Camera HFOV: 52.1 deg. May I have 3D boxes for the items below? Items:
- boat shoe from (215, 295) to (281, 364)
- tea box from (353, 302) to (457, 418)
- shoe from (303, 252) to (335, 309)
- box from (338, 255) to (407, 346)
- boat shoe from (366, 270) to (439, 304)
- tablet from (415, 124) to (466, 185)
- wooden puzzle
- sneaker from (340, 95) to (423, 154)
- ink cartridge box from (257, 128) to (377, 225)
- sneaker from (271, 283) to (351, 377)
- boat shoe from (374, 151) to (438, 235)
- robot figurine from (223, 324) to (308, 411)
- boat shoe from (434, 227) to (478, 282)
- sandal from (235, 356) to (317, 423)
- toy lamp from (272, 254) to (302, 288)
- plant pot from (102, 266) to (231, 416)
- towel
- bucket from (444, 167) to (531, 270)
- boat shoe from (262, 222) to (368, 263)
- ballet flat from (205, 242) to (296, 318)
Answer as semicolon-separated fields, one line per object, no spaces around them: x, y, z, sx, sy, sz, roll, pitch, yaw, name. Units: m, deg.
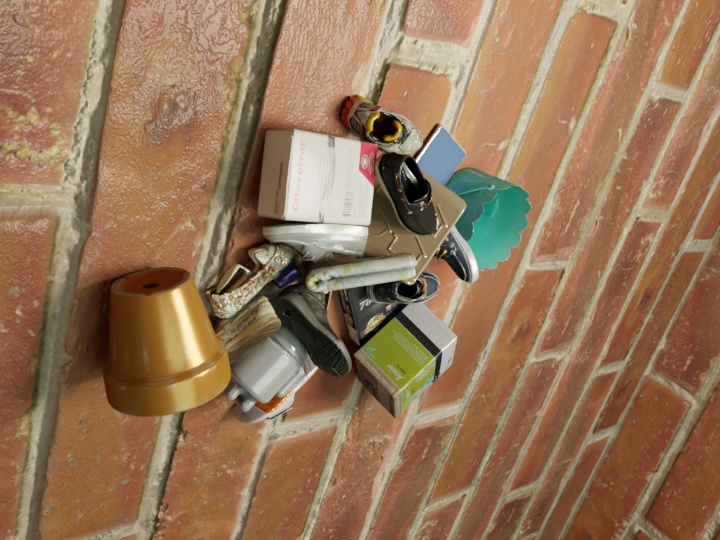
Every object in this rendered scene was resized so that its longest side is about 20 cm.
-0.237;0.123;1.324;0.199;0.063;0.073;-31;159;4;boat shoe
0.100;0.200;1.651;0.196;0.134;0.200;-41;159;-13;tea box
-0.081;0.052;1.463;0.069;0.053;0.202;-9;124;-41;shoe
0.047;0.036;1.586;0.199;0.050;0.200;-34;138;-24;box
0.114;0.039;1.529;0.199;0.090;0.072;-6;93;-41;boat shoe
0.137;-0.193;1.531;0.201;0.014;0.130;-54;142;2;tablet
0.081;-0.102;1.446;0.201;0.184;0.046;-55;-179;0;wooden puzzle
0.051;-0.251;1.348;0.199;0.082;0.078;10;111;-49;sneaker
-0.072;-0.157;1.264;0.199;0.083;0.147;1;98;-44;ink cartridge box
-0.077;0.103;1.384;0.076;0.200;0.114;-35;-167;29;sneaker
0.097;-0.133;1.343;0.074;0.063;0.202;-58;135;-24;boat shoe
-0.179;0.171;1.405;0.200;0.113;0.170;-46;126;-8;robot figurine
0.159;-0.051;1.515;0.090;0.201;0.071;-28;175;-21;boat shoe
-0.160;0.256;1.515;0.206;0.079;0.060;-36;136;-23;sandal
-0.090;-0.046;1.379;0.200;0.058;0.058;-44;140;-10;toy lamp
-0.317;0.101;1.172;0.199;0.199;0.185;-19;114;-35;plant pot
0.000;0.000;1.336;0.198;0.171;0.049;-9;92;-2;towel
0.259;-0.117;1.613;0.206;0.135;0.209;-25;133;-31;bucket
-0.077;-0.048;1.303;0.199;0.070;0.072;0;96;-26;boat shoe
-0.192;0.002;1.305;0.200;0.075;0.064;-46;125;-14;ballet flat
